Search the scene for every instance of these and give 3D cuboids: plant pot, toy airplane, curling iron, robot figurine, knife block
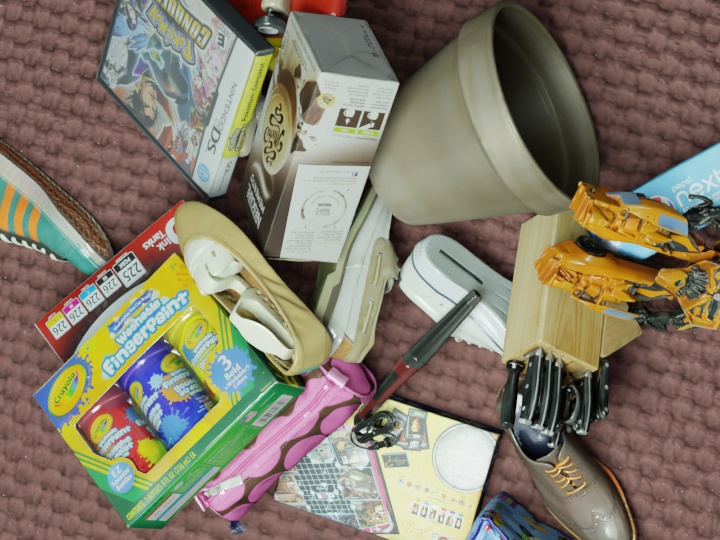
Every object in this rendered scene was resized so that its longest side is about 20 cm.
[{"bbox_3d":[0.101,-0.127,1.597,0.173,0.200,0.201,-21,87,28],"label":"plant pot"},{"bbox_3d":[-0.096,-0.235,1.662,0.200,0.141,0.199,-52,46,20],"label":"toy airplane"},{"bbox_3d":[0.055,0.095,1.629,0.050,0.026,0.200,42,111,18],"label":"curling iron"},{"bbox_3d":[0.267,-0.005,1.548,0.199,0.058,0.145,16,122,-17],"label":"robot figurine"},{"bbox_3d":[0.169,0.057,1.583,0.064,0.175,0.201,-33,84,51],"label":"knife block"}]

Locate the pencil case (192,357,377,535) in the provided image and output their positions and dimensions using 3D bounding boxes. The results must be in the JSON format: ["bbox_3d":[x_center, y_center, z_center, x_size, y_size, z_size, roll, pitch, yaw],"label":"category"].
[{"bbox_3d":[-0.078,0.155,1.642,0.200,0.094,0.091,-45,77,12],"label":"pencil case"}]

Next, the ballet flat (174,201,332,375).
[{"bbox_3d":[-0.108,0.016,1.551,0.200,0.063,0.069,43,129,10],"label":"ballet flat"}]

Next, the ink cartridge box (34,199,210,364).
[{"bbox_3d":[-0.187,0.059,1.703,0.200,0.084,0.176,-40,84,10],"label":"ink cartridge box"}]

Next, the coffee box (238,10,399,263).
[{"bbox_3d":[-0.042,-0.120,1.568,0.080,0.113,0.201,4,125,-22],"label":"coffee box"}]

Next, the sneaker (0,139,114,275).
[{"bbox_3d":[-0.336,-0.050,1.741,0.200,0.071,0.080,42,101,18],"label":"sneaker"}]

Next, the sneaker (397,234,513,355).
[{"bbox_3d":[0.123,0.045,1.651,0.200,0.073,0.071,42,140,-3],"label":"sneaker"}]

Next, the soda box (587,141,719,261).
[{"bbox_3d":[0.310,-0.071,1.601,0.200,0.068,0.064,-29,87,11],"label":"soda box"}]

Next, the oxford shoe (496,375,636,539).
[{"bbox_3d":[0.191,0.193,1.631,0.071,0.073,0.200,-38,84,10],"label":"oxford shoe"}]

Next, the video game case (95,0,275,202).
[{"bbox_3d":[-0.172,-0.196,1.629,0.200,0.025,0.181,46,134,26],"label":"video game case"}]

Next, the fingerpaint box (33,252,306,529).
[{"bbox_3d":[-0.181,0.114,1.604,0.200,0.073,0.167,-44,69,9],"label":"fingerpaint box"}]

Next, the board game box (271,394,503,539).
[{"bbox_3d":[0.026,0.192,1.686,0.199,0.035,0.136,18,95,11],"label":"board game box"}]

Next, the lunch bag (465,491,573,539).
[{"bbox_3d":[0.106,0.324,1.613,0.094,0.151,0.200,34,98,9],"label":"lunch bag"}]

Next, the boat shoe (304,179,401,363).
[{"bbox_3d":[0.000,0.000,1.642,0.068,0.075,0.201,29,61,-13],"label":"boat shoe"}]
